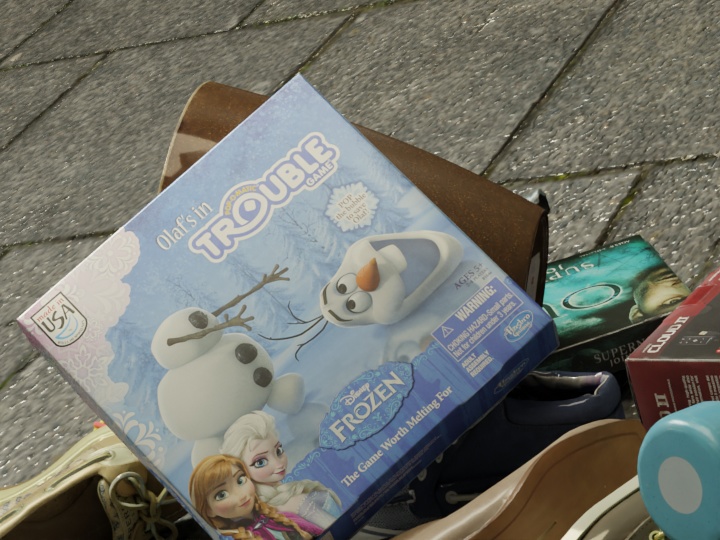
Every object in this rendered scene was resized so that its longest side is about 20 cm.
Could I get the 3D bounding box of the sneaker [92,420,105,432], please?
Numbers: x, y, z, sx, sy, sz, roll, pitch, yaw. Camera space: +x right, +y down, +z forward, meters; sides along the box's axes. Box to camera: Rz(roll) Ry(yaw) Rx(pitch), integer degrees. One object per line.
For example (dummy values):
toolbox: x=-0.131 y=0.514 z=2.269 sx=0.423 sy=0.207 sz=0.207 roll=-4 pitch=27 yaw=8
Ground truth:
sneaker: x=-0.115 y=0.079 z=1.746 sx=0.200 sy=0.091 sz=0.078 roll=-32 pitch=26 yaw=-32

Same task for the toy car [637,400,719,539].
toy car: x=0.247 y=0.131 z=1.236 sx=0.184 sy=0.178 sz=0.200 roll=-18 pitch=29 yaw=-39

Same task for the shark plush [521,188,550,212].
shark plush: x=0.026 y=-0.004 z=1.809 sx=0.200 sy=0.083 sz=0.091 roll=-18 pitch=17 yaw=44

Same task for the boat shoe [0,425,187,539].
boat shoe: x=-0.159 y=0.143 z=1.651 sx=0.199 sy=0.073 sz=0.063 roll=-26 pitch=28 yaw=-7

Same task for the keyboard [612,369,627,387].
keyboard: x=0.096 y=0.064 z=1.718 sx=0.127 sy=0.021 sz=0.200 roll=-4 pitch=23 yaw=31

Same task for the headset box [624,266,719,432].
headset box: x=0.249 y=0.046 z=1.560 sx=0.199 sy=0.077 sz=0.149 roll=-3 pitch=24 yaw=36

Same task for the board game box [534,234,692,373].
board game box: x=0.092 y=0.039 z=1.719 sx=0.199 sy=0.028 sz=0.135 roll=-18 pitch=21 yaw=-5

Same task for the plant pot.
plant pot: x=0.000 y=0.000 z=1.635 sx=0.199 sy=0.188 sz=0.187 roll=8 pitch=25 yaw=10

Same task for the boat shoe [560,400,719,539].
boat shoe: x=0.146 y=0.138 z=1.407 sx=0.060 sy=0.072 sz=0.202 roll=21 pitch=47 yaw=33

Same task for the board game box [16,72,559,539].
board game box: x=-0.038 y=0.032 z=1.505 sx=0.200 sy=0.043 sz=0.199 roll=-42 pitch=68 yaw=-10

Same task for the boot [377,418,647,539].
boot: x=0.042 y=0.144 z=1.454 sx=0.146 sy=0.070 sz=0.200 roll=-16 pitch=17 yaw=45

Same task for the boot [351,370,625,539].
boot: x=0.060 y=0.098 z=1.554 sx=0.199 sy=0.091 sz=0.073 roll=-5 pitch=23 yaw=30
